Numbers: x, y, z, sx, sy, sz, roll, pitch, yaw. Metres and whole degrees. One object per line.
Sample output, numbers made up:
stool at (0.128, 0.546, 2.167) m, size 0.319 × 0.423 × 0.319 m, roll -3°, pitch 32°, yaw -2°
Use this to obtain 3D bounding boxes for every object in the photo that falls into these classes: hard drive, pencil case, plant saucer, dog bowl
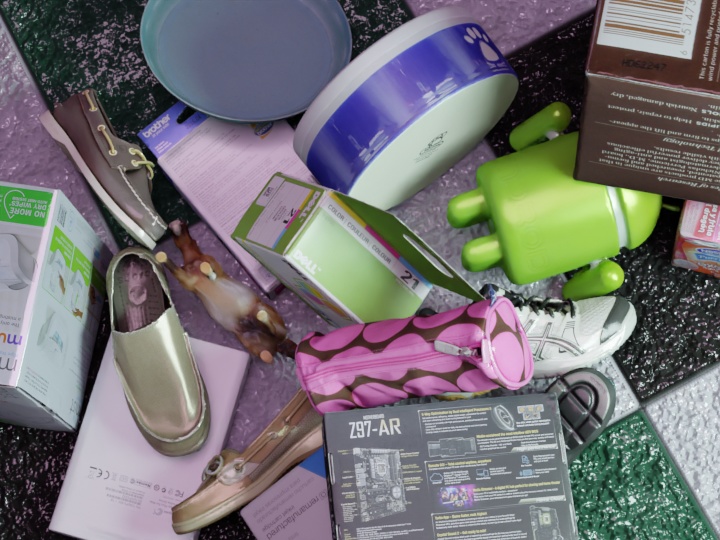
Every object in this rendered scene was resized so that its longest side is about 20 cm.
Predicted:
hard drive at (-0.189, 0.156, 1.697) m, size 0.131 × 0.026 × 0.201 m, roll 14°, pitch 76°, yaw 9°
pencil case at (0.040, 0.074, 1.568) m, size 0.199 × 0.094 × 0.091 m, roll -14°, pitch 99°, yaw 29°
plant saucer at (-0.108, -0.213, 1.763) m, size 0.199 × 0.027 × 0.201 m, roll 4°, pitch 56°, yaw -6°
dog bowl at (0.042, -0.139, 1.667) m, size 0.200 × 0.200 × 0.079 m, roll -37°, pitch 77°, yaw -5°

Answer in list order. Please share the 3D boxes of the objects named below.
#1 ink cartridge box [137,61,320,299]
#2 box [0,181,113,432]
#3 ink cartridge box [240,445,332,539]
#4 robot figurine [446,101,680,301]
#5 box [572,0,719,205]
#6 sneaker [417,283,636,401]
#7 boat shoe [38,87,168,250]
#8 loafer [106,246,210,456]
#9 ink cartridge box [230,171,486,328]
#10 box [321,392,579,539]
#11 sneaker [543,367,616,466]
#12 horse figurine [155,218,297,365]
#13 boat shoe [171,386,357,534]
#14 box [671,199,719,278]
ink cartridge box at (-0.103, -0.086, 1.749) m, size 0.119 × 0.042 × 0.200 m, roll -39°, pitch 77°, yaw -7°
box at (-0.297, 0.035, 1.651) m, size 0.096 × 0.200 × 0.178 m, roll 8°, pitch 76°, yaw 8°
ink cartridge box at (0.016, 0.246, 1.608) m, size 0.144 × 0.084 × 0.200 m, roll -39°, pitch 75°, yaw 10°
robot figurine at (0.179, -0.058, 1.675) m, size 0.199 × 0.116 × 0.177 m, roll -18°, pitch 80°, yaw 0°
box at (0.272, -0.173, 1.544) m, size 0.163 × 0.200 × 0.167 m, roll 10°, pitch 69°, yaw 8°
sneaker at (0.141, 0.049, 1.648) m, size 0.199 × 0.076 × 0.088 m, roll -17°, pitch 110°, yaw 5°
boat shoe at (-0.227, -0.097, 1.728) m, size 0.059 × 0.072 × 0.200 m, roll -38°, pitch 52°, yaw -5°
loafer at (-0.189, 0.069, 1.671) m, size 0.075 × 0.068 × 0.201 m, roll -20°, pitch 74°, yaw 0°
ink cartridge box at (0.000, 0.000, 1.611) m, size 0.076 × 0.148 × 0.200 m, roll -54°, pitch 32°, yaw -9°
box at (0.073, 0.190, 1.541) m, size 0.199 × 0.044 × 0.161 m, roll -5°, pitch 70°, yaw -6°
sneaker at (0.152, 0.164, 1.643) m, size 0.200 × 0.079 × 0.076 m, roll -42°, pitch 79°, yaw 14°
horse figurine at (-0.113, 0.030, 1.687) m, size 0.200 × 0.133 × 0.050 m, roll 41°, pitch 89°, yaw 3°
boat shoe at (-0.091, 0.159, 1.654) m, size 0.200 × 0.073 × 0.063 m, roll -35°, pitch 90°, yaw -11°
box at (0.347, -0.099, 1.680) m, size 0.095 × 0.100 × 0.201 m, roll 13°, pitch 75°, yaw 9°
